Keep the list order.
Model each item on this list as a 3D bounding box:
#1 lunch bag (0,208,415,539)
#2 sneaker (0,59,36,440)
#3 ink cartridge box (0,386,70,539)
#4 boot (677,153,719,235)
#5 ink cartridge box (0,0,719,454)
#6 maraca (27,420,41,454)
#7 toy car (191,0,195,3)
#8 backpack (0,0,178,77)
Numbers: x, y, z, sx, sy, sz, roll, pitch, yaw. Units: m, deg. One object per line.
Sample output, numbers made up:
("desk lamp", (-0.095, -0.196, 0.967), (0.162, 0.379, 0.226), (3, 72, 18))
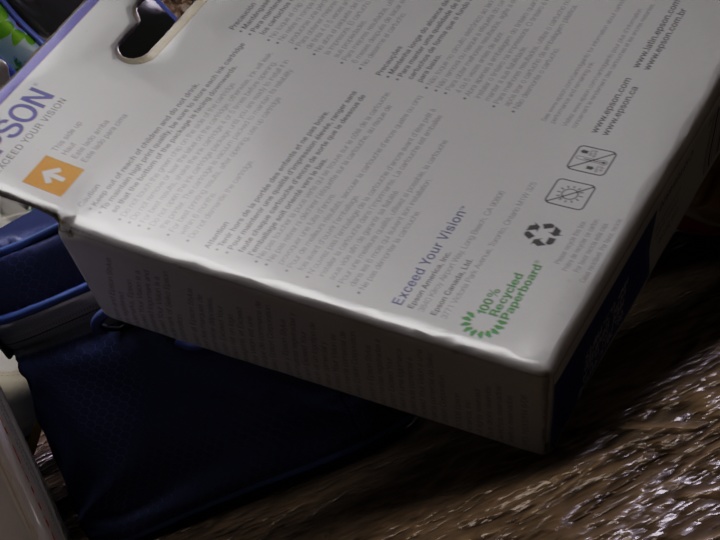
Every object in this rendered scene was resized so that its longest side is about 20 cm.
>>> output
("lunch bag", (-0.051, 0.002, 0.804), (0.136, 0.133, 0.200), (-22, 5, 16))
("sneaker", (-0.152, -0.017, 0.861), (0.070, 0.094, 0.200), (11, 26, -19))
("ink cartridge box", (-0.137, 0.061, 0.679), (0.068, 0.116, 0.200), (-25, 5, -8))
("boot", (0.130, -0.041, 0.822), (0.107, 0.075, 0.200), (-26, -3, 34))
("ink cartridge box", (0.005, -0.047, 0.692), (0.200, 0.041, 0.200), (19, 46, 20))
("maraca", (-0.204, 0.074, 0.890), (0.137, 0.107, 0.200), (-18, 9, 32))
("toy car", (0.018, -0.174, 1.002), (0.199, 0.150, 0.175), (16, -16, -12))
("backpack", (-0.160, -0.036, 1.049), (0.147, 0.183, 0.200), (-30, -23, -46))
